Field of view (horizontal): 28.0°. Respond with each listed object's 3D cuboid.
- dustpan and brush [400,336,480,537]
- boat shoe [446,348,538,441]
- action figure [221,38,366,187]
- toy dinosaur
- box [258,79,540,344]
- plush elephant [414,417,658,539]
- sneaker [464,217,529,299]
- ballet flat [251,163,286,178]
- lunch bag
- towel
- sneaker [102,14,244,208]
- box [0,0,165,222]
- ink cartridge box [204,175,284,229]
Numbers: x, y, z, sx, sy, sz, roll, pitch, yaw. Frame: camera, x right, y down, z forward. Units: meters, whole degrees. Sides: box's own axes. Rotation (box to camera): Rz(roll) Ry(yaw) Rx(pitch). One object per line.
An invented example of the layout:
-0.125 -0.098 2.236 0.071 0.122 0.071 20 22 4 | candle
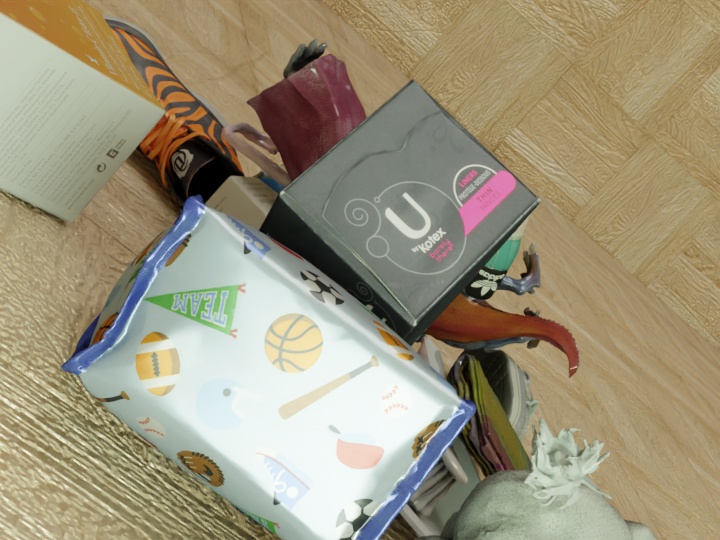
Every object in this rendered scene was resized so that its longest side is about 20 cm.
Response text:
0.044 0.105 0.964 0.140 0.057 0.200 52 8 -25 | dustpan and brush
0.117 0.109 1.212 0.065 0.075 0.202 37 6 -8 | boat shoe
-0.013 -0.054 1.016 0.134 0.149 0.201 -4 67 -64 | action figure
0.056 0.018 1.153 0.181 0.105 0.200 -2 10 -15 | toy dinosaur
0.000 0.000 0.866 0.106 0.122 0.200 44 -30 4 | box
0.090 0.189 0.725 0.164 0.155 0.200 7 -34 12 | plush elephant
0.063 -0.042 1.140 0.071 0.080 0.200 10 18 -23 | sneaker
-0.027 -0.059 1.155 0.200 0.074 0.074 21 -5 42 | ballet flat
-0.053 0.053 0.735 0.170 0.124 0.200 40 -1 -8 | lunch bag
0.113 0.162 1.001 0.200 0.023 0.144 62 9 -17 | towel
-0.153 -0.114 1.089 0.200 0.078 0.112 33 15 -40 | sneaker
-0.234 -0.133 0.851 0.200 0.098 0.124 29 19 -47 | box
-0.029 0.025 1.041 0.200 0.067 0.116 46 13 9 | ink cartridge box
